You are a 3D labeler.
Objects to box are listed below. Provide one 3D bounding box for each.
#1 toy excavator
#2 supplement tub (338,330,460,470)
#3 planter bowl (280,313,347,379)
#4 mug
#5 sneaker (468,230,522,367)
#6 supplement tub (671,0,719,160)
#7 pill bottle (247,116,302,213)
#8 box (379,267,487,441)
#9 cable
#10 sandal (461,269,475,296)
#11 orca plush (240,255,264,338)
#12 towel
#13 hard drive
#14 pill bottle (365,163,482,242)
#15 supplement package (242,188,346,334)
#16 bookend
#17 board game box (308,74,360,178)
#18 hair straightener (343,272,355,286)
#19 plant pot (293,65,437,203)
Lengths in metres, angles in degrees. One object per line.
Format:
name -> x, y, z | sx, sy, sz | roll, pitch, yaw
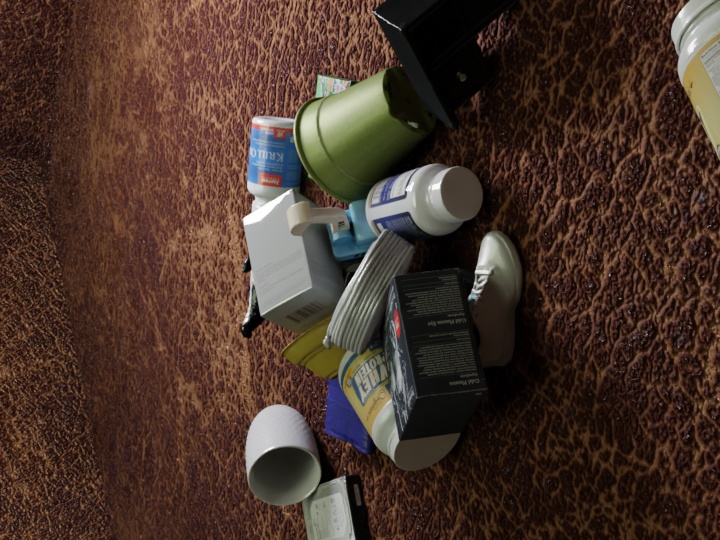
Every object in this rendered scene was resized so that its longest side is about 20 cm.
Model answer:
toy excavator -> -0.022, -0.076, 1.635 | 0.200, 0.192, 0.101 | 88, 169, -69
supplement tub -> 0.063, 0.209, 1.592 | 0.200, 0.143, 0.146 | 53, 135, 44
planter bowl -> -0.034, 0.132, 1.697 | 0.084, 0.199, 0.200 | 59, 143, 9
mug -> -0.160, 0.381, 1.987 | 0.176, 0.146, 0.202 | -110, 16, -60
sneaker -> 0.183, 0.044, 1.435 | 0.075, 0.088, 0.203 | 8, 99, 59
supplement tub -> 0.408, -0.186, 0.985 | 0.145, 0.143, 0.202 | -48, 51, 49
pill bottle -> -0.175, -0.210, 2.012 | 0.112, 0.111, 0.203 | 24, 113, 56
box -> 0.099, 0.126, 1.418 | 0.201, 0.103, 0.184 | 100, 161, -63
cable -> 0.019, 0.035, 1.531 | 0.201, 0.069, 0.200 | -60, -5, -17
sandal -> 0.133, 0.053, 1.555 | 0.200, 0.075, 0.048 | -47, 19, 49
orca plush -> -0.166, 0.026, 1.787 | 0.070, 0.105, 0.202 | 2, 57, 34
towel -> -0.006, 0.223, 1.813 | 0.147, 0.049, 0.203 | 17, 106, 51
hard drive -> -0.052, 0.482, 1.907 | 0.200, 0.037, 0.142 | -35, 61, 56
pill bottle -> 0.102, -0.106, 1.545 | 0.199, 0.110, 0.113 | -9, 84, 59
supplement package -> -0.111, -0.014, 1.685 | 0.116, 0.117, 0.202 | -28, 58, 24
bookend -> 0.153, -0.352, 1.441 | 0.092, 0.198, 0.201 | 47, 174, 48
board game box -> -0.050, -0.266, 1.876 | 0.134, 0.029, 0.203 | 28, 116, 57
hair straightener -> 0.000, 0.000, 1.793 | 0.077, 0.040, 0.202 | -113, 40, -56
plant pot -> 0.024, -0.241, 1.629 | 0.189, 0.198, 0.203 | -28, 67, 42
